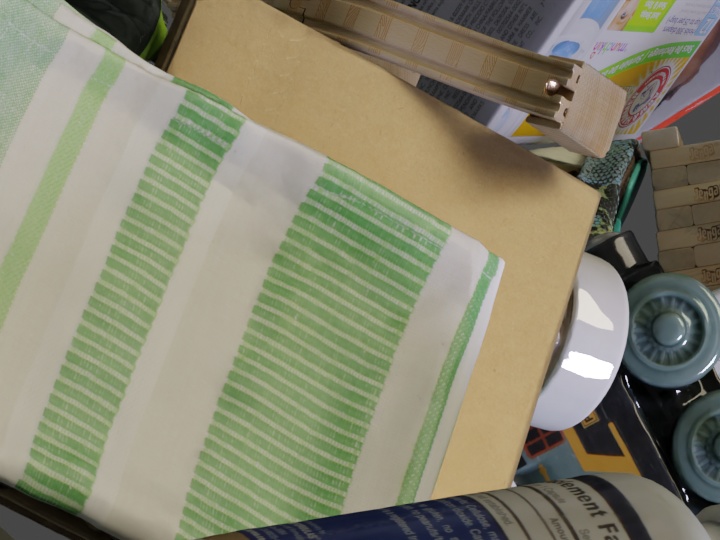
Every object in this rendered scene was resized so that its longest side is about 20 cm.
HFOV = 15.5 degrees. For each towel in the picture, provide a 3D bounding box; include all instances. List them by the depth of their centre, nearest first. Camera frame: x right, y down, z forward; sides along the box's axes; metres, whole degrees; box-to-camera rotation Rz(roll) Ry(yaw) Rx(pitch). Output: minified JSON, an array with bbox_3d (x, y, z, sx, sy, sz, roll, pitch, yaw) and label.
[{"bbox_3d":[-0.056,0.011,0.814,0.199,0.023,0.153,30,60,-19],"label":"towel"}]

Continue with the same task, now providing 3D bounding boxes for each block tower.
[{"bbox_3d":[0.170,0.033,1.222,0.054,0.057,0.201,54,28,-69],"label":"block tower"}]

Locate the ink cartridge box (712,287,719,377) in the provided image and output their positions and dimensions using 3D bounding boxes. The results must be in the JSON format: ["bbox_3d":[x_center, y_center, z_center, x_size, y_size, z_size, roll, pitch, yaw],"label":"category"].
[{"bbox_3d":[0.203,0.096,1.146,0.043,0.195,0.201,95,-28,-71],"label":"ink cartridge box"}]

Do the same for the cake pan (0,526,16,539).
[{"bbox_3d":[-0.118,0.132,0.683,0.200,0.037,0.201,42,28,-29],"label":"cake pan"}]

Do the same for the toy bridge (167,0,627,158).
[{"bbox_3d":[-0.002,-0.084,0.949,0.199,0.027,0.067,20,-5,39],"label":"toy bridge"}]

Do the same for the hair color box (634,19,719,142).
[{"bbox_3d":[0.182,-0.149,1.366,0.102,0.199,0.061,58,25,3],"label":"hair color box"}]

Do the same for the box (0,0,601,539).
[{"bbox_3d":[-0.016,0.020,0.865,0.163,0.021,0.201,28,58,-14],"label":"box"}]

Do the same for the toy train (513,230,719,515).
[{"bbox_3d":[0.119,0.087,1.079,0.201,0.113,0.085,63,3,5],"label":"toy train"}]

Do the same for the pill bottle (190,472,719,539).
[{"bbox_3d":[0.043,0.118,0.758,0.199,0.111,0.112,-7,59,-18],"label":"pill bottle"}]

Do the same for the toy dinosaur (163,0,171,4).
[{"bbox_3d":[-0.026,-0.041,1.029,0.101,0.058,0.201,17,46,-53],"label":"toy dinosaur"}]

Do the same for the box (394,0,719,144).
[{"bbox_3d":[0.088,-0.132,1.253,0.101,0.113,0.200,42,21,18],"label":"box"}]

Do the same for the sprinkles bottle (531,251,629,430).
[{"bbox_3d":[0.000,0.000,0.950,0.199,0.068,0.069,19,41,-27],"label":"sprinkles bottle"}]

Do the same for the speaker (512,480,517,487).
[{"bbox_3d":[0.040,0.133,0.911,0.201,0.088,0.088,59,25,5],"label":"speaker"}]

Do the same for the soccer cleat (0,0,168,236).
[{"bbox_3d":[-0.118,-0.066,0.885,0.081,0.067,0.200,41,29,-11],"label":"soccer cleat"}]

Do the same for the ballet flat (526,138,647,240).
[{"bbox_3d":[0.091,-0.026,1.219,0.074,0.074,0.200,54,17,-7],"label":"ballet flat"}]
